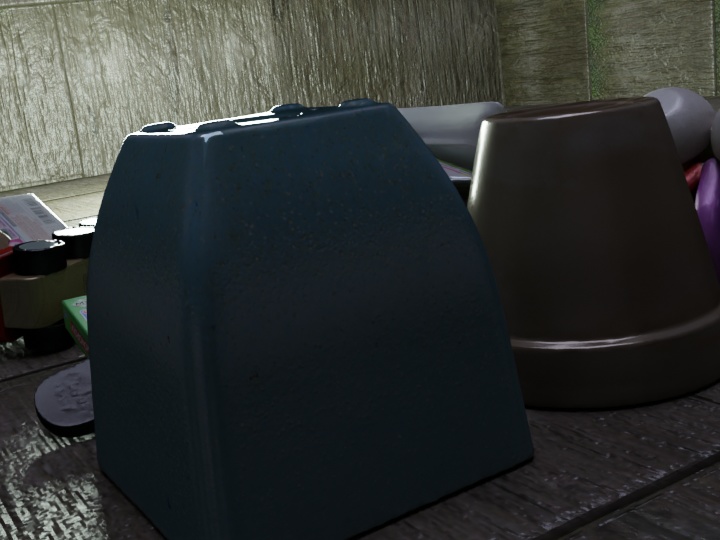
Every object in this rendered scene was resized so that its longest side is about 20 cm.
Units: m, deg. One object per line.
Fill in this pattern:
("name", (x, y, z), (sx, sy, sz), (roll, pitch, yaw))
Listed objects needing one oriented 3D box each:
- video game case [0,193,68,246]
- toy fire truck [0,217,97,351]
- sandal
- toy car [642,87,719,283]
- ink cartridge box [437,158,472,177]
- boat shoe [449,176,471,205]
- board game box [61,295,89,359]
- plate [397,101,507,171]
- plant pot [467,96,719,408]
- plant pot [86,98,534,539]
("video game case", (-0.399, -0.019, 1.014), (0.200, 0.024, 0.181), (38, 32, 27))
("toy fire truck", (-0.352, -0.009, 0.897), (0.198, 0.130, 0.176), (1, 15, 14))
("sandal", (-0.135, 0.060, 0.651), (0.199, 0.045, 0.075), (-21, 43, -35))
("toy car", (0.301, -0.052, 0.756), (0.199, 0.175, 0.150), (7, 53, 46))
("ink cartridge box", (0.021, -0.062, 0.863), (0.198, 0.077, 0.147), (-3, 21, -36))
("boat shoe", (0.033, -0.048, 0.746), (0.200, 0.065, 0.075), (3, 56, 8))
("board game box", (-0.136, 0.039, 0.770), (0.198, 0.029, 0.134), (-14, 26, -29))
("plate", (0.124, -0.093, 0.976), (0.032, 0.200, 0.199), (-50, 30, -18))
("plant pot", (0.147, -0.024, 0.617), (0.198, 0.175, 0.200), (-8, 12, 2))
("plant pot", (-0.043, 0.013, 0.501), (0.194, 0.202, 0.196), (-14, 14, -30))
